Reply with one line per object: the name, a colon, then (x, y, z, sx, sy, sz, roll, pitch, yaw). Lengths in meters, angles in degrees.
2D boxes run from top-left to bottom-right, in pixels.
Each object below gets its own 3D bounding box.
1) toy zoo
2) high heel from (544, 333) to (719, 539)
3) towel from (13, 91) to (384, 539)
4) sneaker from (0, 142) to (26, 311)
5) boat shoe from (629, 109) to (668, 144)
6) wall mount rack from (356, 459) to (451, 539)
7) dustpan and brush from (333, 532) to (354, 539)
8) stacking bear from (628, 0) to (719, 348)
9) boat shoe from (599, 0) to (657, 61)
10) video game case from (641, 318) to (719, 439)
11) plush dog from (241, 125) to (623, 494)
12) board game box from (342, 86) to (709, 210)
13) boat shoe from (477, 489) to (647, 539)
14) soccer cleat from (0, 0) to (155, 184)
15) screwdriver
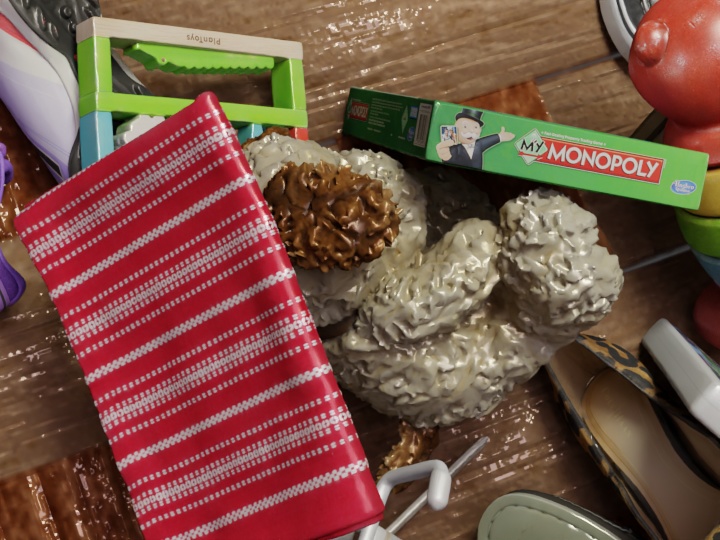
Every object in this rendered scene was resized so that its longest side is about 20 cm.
toy zoo: (-0.080, -0.024, 0.816, 0.131, 0.020, 0.201, 0, 82, -38)
high heel: (0.144, 0.095, 0.794, 0.142, 0.200, 0.071, 42, 98, -4)
towel: (-0.077, 0.039, 0.714, 0.022, 0.144, 0.201, -18, 85, -52)
sneaker: (-0.222, -0.066, 0.805, 0.083, 0.081, 0.201, -13, 86, -34)
boat shoe: (0.231, -0.103, 0.924, 0.200, 0.075, 0.068, -39, 87, -18)
wall mount rack: (0.042, 0.192, 0.732, 0.200, 0.074, 0.174, 34, 58, -26)
dustpan and brush: (-0.020, 0.193, 0.774, 0.139, 0.057, 0.201, 9, 100, -26)
stacking bear: (0.206, -0.062, 0.835, 0.121, 0.114, 0.200, -36, 115, -7)
boat shoe: (0.193, -0.217, 0.946, 0.071, 0.068, 0.201, 17, 72, -10)
video game case: (0.226, 0.104, 0.810, 0.182, 0.200, 0.023, 41, 98, -2)
plush dog: (0.000, 0.000, 0.769, 0.172, 0.200, 0.161, 37, 85, -21)
board game box: (0.074, -0.065, 0.808, 0.134, 0.200, 0.029, 8, 97, -13)
boat shoe: (0.150, 0.181, 0.837, 0.201, 0.061, 0.072, 38, 113, 5)
soccer cleat: (-0.154, -0.089, 0.830, 0.068, 0.073, 0.201, -34, 104, -39)
screwdriver: (-0.004, 0.148, 0.817, 0.200, 0.028, 0.029, -46, 119, -18)
